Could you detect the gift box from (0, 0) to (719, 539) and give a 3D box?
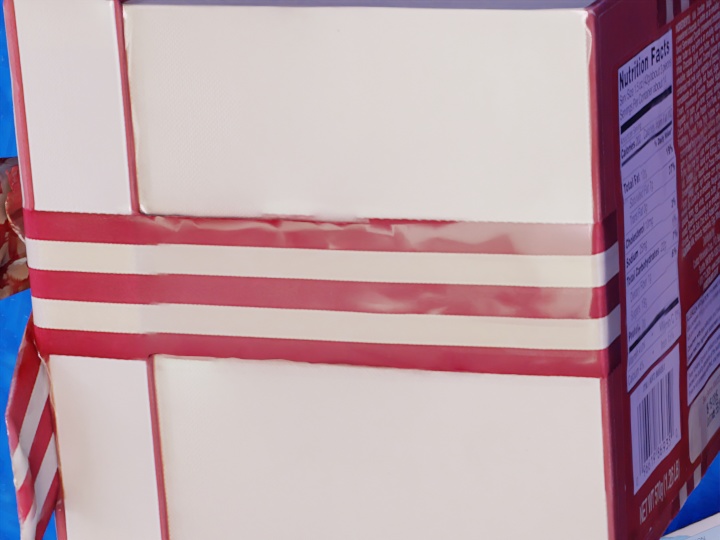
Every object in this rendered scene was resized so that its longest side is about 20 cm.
[{"bbox_3d":[0.000,0.000,0.817,0.186,0.184,0.201,4,103,21],"label":"gift box"}]

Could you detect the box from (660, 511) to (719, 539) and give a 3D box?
[{"bbox_3d":[0.130,0.134,0.835,0.200,0.038,0.137,-27,70,29],"label":"box"}]
